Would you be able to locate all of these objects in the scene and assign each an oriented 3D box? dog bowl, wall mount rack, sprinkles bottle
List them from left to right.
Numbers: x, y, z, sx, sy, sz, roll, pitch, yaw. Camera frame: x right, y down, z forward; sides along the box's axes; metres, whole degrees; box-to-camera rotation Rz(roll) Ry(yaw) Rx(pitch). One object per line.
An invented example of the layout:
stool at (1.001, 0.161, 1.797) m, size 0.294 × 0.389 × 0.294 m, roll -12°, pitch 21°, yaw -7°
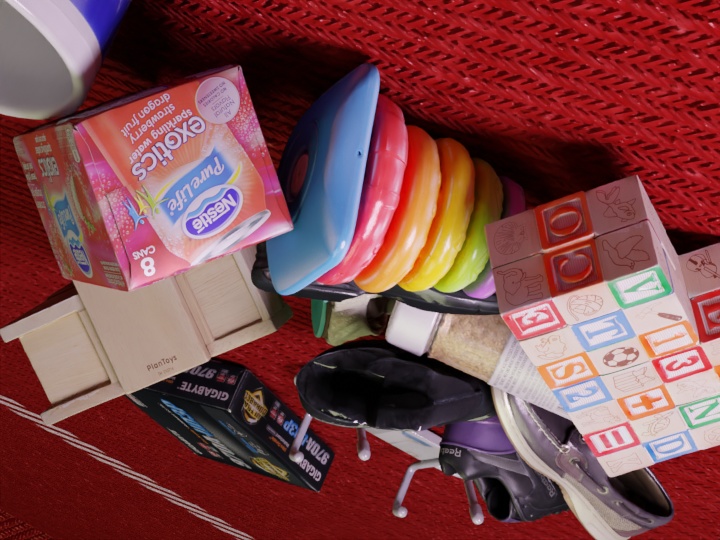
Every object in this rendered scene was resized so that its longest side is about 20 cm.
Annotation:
dog bowl at (-0.222, -0.168, 0.961) m, size 0.198 × 0.079 × 0.200 m, roll 21°, pitch 161°, yaw 8°
wall mount rack at (0.028, 0.159, 1.535) m, size 0.199 × 0.075 × 0.173 m, roll 30°, pitch 160°, yaw -18°
sprinkles bottle at (0.117, 0.053, 1.151) m, size 0.198 × 0.069 × 0.068 m, roll 24°, pitch 161°, yaw 3°

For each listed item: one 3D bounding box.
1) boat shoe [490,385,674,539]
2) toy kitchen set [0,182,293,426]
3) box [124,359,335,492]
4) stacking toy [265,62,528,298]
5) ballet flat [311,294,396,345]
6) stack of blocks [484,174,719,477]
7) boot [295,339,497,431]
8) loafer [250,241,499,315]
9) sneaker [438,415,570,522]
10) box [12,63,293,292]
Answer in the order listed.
boat shoe at (0.162, 0.124, 1.299) m, size 0.064 × 0.072 × 0.200 m, roll -19°, pitch 126°, yaw 30°
toy kitchen set at (-0.152, -0.018, 1.321) m, size 0.198 × 0.180 × 0.164 m, roll -22°, pitch 98°, yaw 21°
box at (-0.134, 0.139, 1.722) m, size 0.158 × 0.046 × 0.200 m, roll 12°, pitch 158°, yaw 32°
stacking toy at (0.055, -0.026, 1.002) m, size 0.198 × 0.117 × 0.110 m, roll 16°, pitch 161°, yaw -19°
ballet flat at (0.000, 0.000, 1.193) m, size 0.062 × 0.068 × 0.200 m, roll -3°, pitch 165°, yaw -4°
stack of blocks at (0.156, 0.031, 0.982) m, size 0.114 × 0.059 × 0.200 m, roll -19°, pitch 143°, yaw 15°
boot at (0.002, 0.083, 1.243) m, size 0.163 × 0.066 × 0.200 m, roll -5°, pitch 179°, yaw 19°
loafer at (0.035, -0.013, 1.073) m, size 0.198 × 0.073 × 0.073 m, roll 8°, pitch 174°, yaw -20°
sneaker at (0.135, 0.164, 1.396) m, size 0.199 × 0.088 × 0.075 m, roll 34°, pitch 159°, yaw -27°
box at (-0.122, -0.051, 1.014) m, size 0.200 × 0.099 × 0.096 m, roll 5°, pitch 115°, yaw 70°
